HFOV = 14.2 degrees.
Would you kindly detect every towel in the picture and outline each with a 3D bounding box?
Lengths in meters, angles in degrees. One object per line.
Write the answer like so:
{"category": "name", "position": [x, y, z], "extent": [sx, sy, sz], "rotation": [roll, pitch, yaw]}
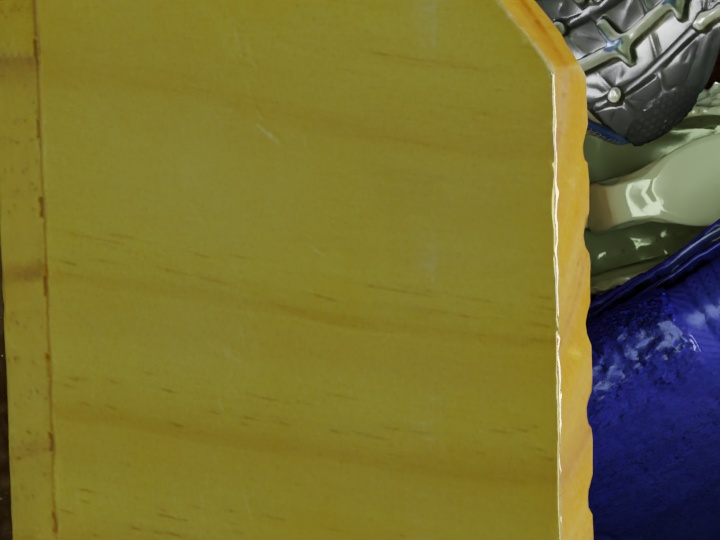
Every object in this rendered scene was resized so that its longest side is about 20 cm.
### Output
{"category": "towel", "position": [0.133, 0.015, 0.827], "extent": [0.200, 0.148, 0.050], "rotation": [-33, 57, 11]}

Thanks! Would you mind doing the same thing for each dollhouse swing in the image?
{"category": "dollhouse swing", "position": [0.000, 0.000, 0.795], "extent": [0.175, 0.182, 0.201], "rotation": [1, 97, 21]}

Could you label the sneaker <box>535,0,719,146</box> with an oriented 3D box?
{"category": "sneaker", "position": [0.034, -0.119, 0.840], "extent": [0.078, 0.089, 0.200], "rotation": [-28, 75, -18]}

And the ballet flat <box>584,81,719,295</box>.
{"category": "ballet flat", "position": [0.066, -0.022, 0.859], "extent": [0.199, 0.072, 0.072], "rotation": [-15, 95, 11]}
